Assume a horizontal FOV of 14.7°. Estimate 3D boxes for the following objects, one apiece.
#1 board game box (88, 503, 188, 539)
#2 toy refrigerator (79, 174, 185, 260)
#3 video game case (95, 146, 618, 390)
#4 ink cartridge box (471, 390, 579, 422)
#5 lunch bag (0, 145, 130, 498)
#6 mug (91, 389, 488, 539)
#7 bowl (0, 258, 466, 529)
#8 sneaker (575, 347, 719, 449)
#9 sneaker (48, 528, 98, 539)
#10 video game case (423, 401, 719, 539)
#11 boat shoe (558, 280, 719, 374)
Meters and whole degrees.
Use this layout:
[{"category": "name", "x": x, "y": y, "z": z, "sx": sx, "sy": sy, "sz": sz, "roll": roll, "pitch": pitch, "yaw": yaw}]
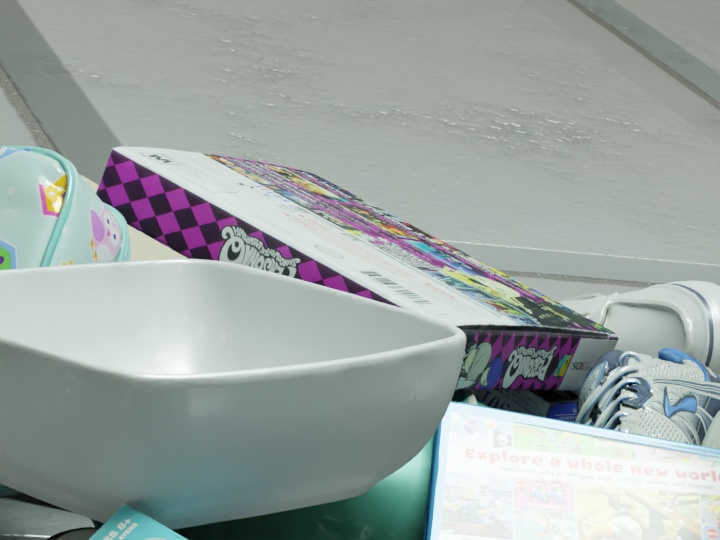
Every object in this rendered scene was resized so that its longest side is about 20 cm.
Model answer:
[{"category": "board game box", "x": -0.059, "y": 0.183, "z": 0.964, "sx": 0.199, "sy": 0.047, "sz": 0.151, "roll": 25, "pitch": 59, "yaw": 36}, {"category": "toy refrigerator", "x": -0.145, "y": 0.034, "z": 1.406, "sx": 0.076, "sy": 0.070, "sz": 0.200, "roll": 33, "pitch": 23, "yaw": -11}, {"category": "video game case", "x": 0.000, "y": 0.000, "z": 1.327, "sx": 0.199, "sy": 0.036, "sz": 0.181, "roll": 28, "pitch": 12, "yaw": 28}, {"category": "ink cartridge box", "x": 0.051, "y": 0.040, "z": 1.434, "sx": 0.094, "sy": 0.044, "sz": 0.200, "roll": 2, "pitch": 24, "yaw": -46}, {"category": "lunch bag", "x": -0.212, "y": 0.024, "z": 1.279, "sx": 0.199, "sy": 0.161, "sz": 0.077, "roll": 2, "pitch": -24, "yaw": 29}, {"category": "mug", "x": -0.015, "y": 0.103, "z": 1.256, "sx": 0.184, "sy": 0.115, "sz": 0.152, "roll": 3, "pitch": 20, "yaw": -27}, {"category": "bowl", "x": -0.078, "y": 0.050, "z": 1.137, "sx": 0.199, "sy": 0.075, "sz": 0.199, "roll": -6, "pitch": 13, "yaw": -43}, {"category": "sneaker", "x": 0.128, "y": 0.084, "z": 1.306, "sx": 0.085, "sy": 0.077, "sz": 0.200, "roll": 44, "pitch": 22, "yaw": 12}, {"category": "sneaker", "x": -0.062, "y": 0.141, "z": 1.114, "sx": 0.199, "sy": 0.080, "sz": 0.074, "roll": 23, "pitch": 49, "yaw": 40}, {"category": "video game case", "x": 0.093, "y": 0.152, "z": 1.151, "sx": 0.142, "sy": 0.018, "sz": 0.201, "roll": 10, "pitch": 53, "yaw": -4}, {"category": "boat shoe", "x": 0.125, "y": 0.044, "z": 1.504, "sx": 0.065, "sy": 0.072, "sz": 0.200, "roll": 3, "pitch": -5, "yaw": -30}]
